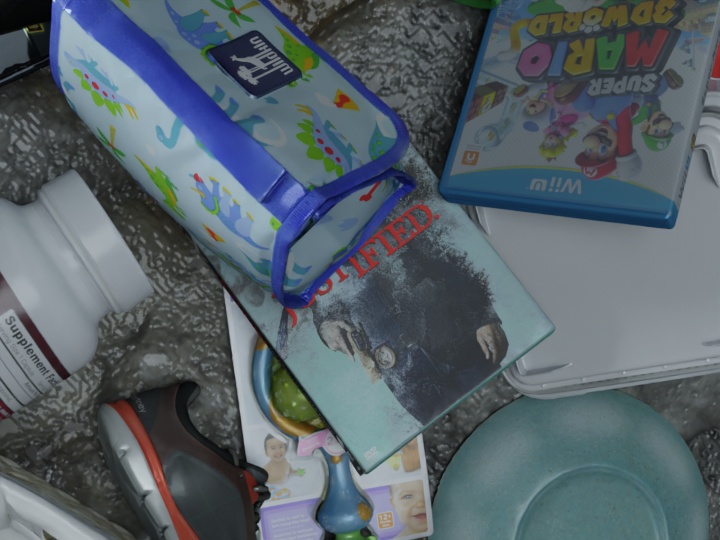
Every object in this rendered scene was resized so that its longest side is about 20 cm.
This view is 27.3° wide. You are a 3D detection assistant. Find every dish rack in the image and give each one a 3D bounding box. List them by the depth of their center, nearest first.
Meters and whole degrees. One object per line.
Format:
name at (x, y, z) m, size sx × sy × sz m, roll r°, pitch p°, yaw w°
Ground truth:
dish rack at (0.155, -0.008, 0.898) m, size 0.199 × 0.044 × 0.172 m, roll -11°, pitch 99°, yaw 25°

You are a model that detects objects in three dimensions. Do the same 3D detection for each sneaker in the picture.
sneaker at (-0.080, 0.153, 0.879) m, size 0.082 × 0.077 × 0.200 m, roll -26°, pitch 84°, yaw -21°

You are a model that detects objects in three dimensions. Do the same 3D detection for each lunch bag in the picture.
lunch bag at (-0.068, -0.076, 0.788) m, size 0.170 × 0.200 × 0.128 m, roll 42°, pitch 96°, yaw 8°

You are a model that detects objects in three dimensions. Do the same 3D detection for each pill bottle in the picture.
pill bottle at (-0.223, 0.031, 0.831) m, size 0.200 × 0.113 × 0.113 m, roll -34°, pitch 101°, yaw -10°

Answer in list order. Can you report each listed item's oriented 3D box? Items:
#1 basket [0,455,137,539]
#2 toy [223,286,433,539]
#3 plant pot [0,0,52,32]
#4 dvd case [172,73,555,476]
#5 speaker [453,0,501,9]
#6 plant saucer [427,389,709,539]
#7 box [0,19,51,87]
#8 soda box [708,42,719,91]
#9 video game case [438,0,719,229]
basket at (-0.213, 0.215, 0.843) m, size 0.135 × 0.123 × 0.200 m, roll 35°, pitch 87°, yaw -14°
toy at (-0.016, 0.080, 0.918) m, size 0.115 × 0.047 × 0.201 m, roll -8°, pitch 97°, yaw -14°
plant pot at (-0.121, -0.254, 0.769) m, size 0.199 × 0.177 × 0.201 m, roll -19°, pitch 95°, yaw -29°
dvd case at (0.000, 0.000, 0.893) m, size 0.146 × 0.022 × 0.200 m, roll -35°, pitch 79°, yaw -7°
speaker at (0.093, -0.264, 0.895) m, size 0.088 × 0.088 × 0.200 m, roll 27°, pitch 86°, yaw -14°
plant saucer at (0.144, 0.177, 0.970) m, size 0.200 × 0.039 × 0.202 m, roll -1°, pitch 96°, yaw -14°
box at (-0.261, -0.189, 0.836) m, size 0.159 × 0.046 × 0.201 m, roll -26°, pitch 101°, yaw -11°
soda box at (0.220, -0.171, 0.942) m, size 0.063 × 0.070 × 0.201 m, roll 19°, pitch 90°, yaw -15°
video game case at (0.138, -0.126, 0.881) m, size 0.143 × 0.018 × 0.201 m, roll 8°, pitch 72°, yaw 26°
